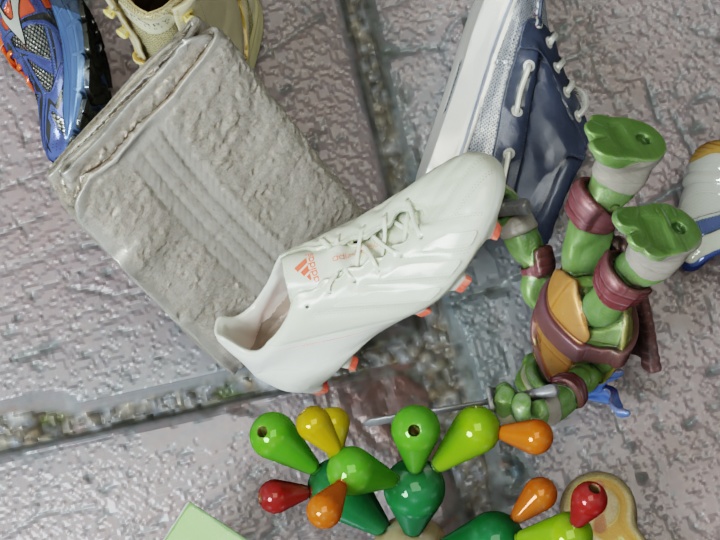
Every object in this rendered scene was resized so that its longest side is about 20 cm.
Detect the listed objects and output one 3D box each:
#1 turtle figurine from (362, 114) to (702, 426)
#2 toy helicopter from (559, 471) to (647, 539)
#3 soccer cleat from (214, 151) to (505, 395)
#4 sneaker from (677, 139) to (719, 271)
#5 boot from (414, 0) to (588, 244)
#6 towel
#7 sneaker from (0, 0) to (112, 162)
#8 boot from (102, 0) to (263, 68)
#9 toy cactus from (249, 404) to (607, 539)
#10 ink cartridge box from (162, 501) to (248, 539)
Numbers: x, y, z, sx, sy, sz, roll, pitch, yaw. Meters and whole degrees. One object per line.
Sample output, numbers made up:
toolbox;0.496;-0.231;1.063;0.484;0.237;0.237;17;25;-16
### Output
turtle figurine;0.092;0.009;1.148;0.199;0.194;0.144;29;43;-1
toy helicopter;0.172;0.208;1.182;0.132;0.079;0.200;-33;69;-1
soccer cleat;0.000;0.000;1.146;0.077;0.200;0.069;28;34;-31
sneaker;0.286;-0.009;1.241;0.199;0.075;0.088;18;87;9
boot;0.103;-0.118;1.259;0.090;0.073;0.201;20;83;-5
towel;-0.082;-0.039;1.168;0.133;0.200;0.034;-48;46;-7
sneaker;-0.202;-0.150;1.253;0.078;0.075;0.201;-16;69;2
boot;-0.108;-0.108;1.190;0.072;0.156;0.201;8;73;12
toy cactus;0.031;0.143;1.131;0.199;0.165;0.102;9;46;6
ink cartridge box;-0.112;0.243;1.154;0.104;0.059;0.200;33;76;5
